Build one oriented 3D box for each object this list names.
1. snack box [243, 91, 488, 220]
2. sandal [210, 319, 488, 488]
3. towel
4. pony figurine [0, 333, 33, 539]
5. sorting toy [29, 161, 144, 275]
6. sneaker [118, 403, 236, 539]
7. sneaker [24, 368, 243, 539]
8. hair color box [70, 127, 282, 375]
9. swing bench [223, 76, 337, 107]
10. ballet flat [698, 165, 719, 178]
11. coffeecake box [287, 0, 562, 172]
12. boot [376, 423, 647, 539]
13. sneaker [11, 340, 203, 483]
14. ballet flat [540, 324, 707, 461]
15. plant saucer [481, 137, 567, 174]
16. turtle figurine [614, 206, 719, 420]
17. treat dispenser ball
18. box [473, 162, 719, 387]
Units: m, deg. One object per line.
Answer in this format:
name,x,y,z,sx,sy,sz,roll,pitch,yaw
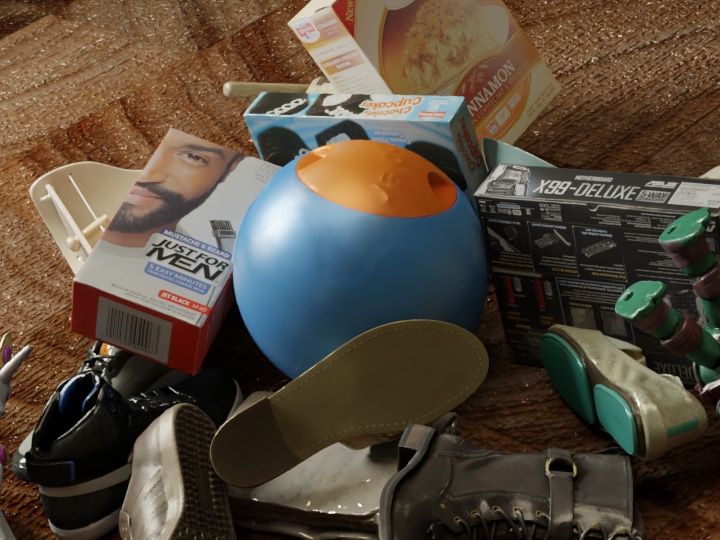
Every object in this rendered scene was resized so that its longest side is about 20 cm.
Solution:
snack box,0.009,-0.090,1.427,0.199,0.117,0.037,5,43,31
sandal,-0.009,0.097,1.246,0.210,0.078,0.070,-25,-8,-1
towel,-0.031,0.144,1.278,0.199,0.035,0.133,5,35,32
pony figurine,-0.310,0.161,1.253,0.192,0.166,0.201,-27,53,24
sorting toy,-0.171,-0.035,1.524,0.179,0.107,0.200,-30,41,-9
sneaker,-0.133,0.193,1.213,0.075,0.070,0.201,-38,38,32
sneaker,-0.171,0.110,1.317,0.073,0.113,0.200,13,40,37
hair color box,-0.146,-0.019,1.396,0.110,0.064,0.201,19,44,5
swing bench,0.016,-0.160,1.599,0.199,0.131,0.198,-24,6,-33
ballet flat,0.317,-0.056,1.412,0.198,0.067,0.064,5,80,25
coffeecake box,0.058,-0.183,1.464,0.154,0.200,0.073,-47,20,-29
boot,0.102,0.167,1.129,0.173,0.070,0.200,8,34,8
sneaker,-0.212,0.099,1.387,0.074,0.080,0.200,12,41,35
ballet flat,0.190,0.085,1.232,0.062,0.068,0.200,-14,21,-10
plant saucer,0.175,-0.042,1.385,0.201,0.200,0.039,31,90,51
turtle figurine,0.268,0.061,1.169,0.101,0.200,0.150,-33,20,46
treat dispenser ball,0.000,0.000,1.334,0.199,0.202,0.201,-11,31,7
box,0.195,0.005,1.283,0.199,0.159,0.050,6,36,33
